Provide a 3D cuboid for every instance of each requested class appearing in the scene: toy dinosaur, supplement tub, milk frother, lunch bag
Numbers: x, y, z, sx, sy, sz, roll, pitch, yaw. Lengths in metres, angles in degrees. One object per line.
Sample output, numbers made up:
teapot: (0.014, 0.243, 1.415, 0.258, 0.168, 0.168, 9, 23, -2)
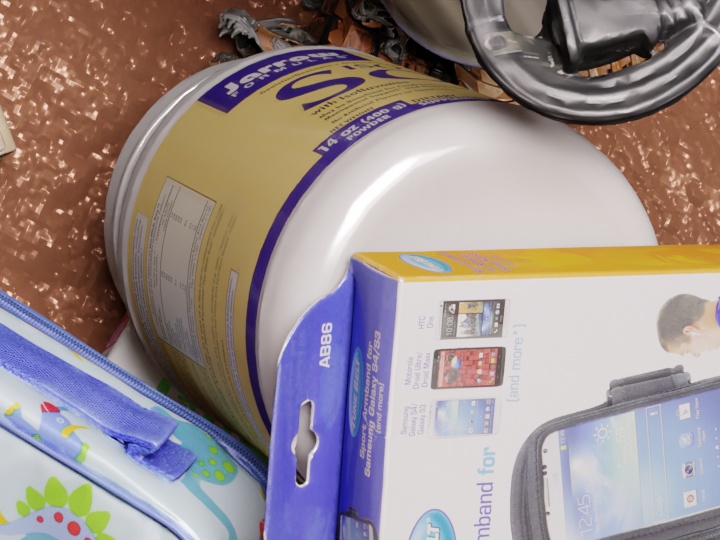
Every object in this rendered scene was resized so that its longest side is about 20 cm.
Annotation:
toy dinosaur: (0.036, -0.101, 1.094, 0.199, 0.102, 0.136, -3, 98, -42)
supplement tub: (0.000, 0.000, 0.926, 0.145, 0.200, 0.146, -6, 105, -24)
milk frother: (0.058, -0.118, 0.901, 0.180, 0.188, 0.201, -3, 73, 18)
lunch bag: (-0.134, 0.089, 0.915, 0.199, 0.161, 0.082, 30, 29, 6)

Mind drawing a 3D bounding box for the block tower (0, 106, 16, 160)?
block tower: (-0.227, -0.038, 0.972, 0.199, 0.054, 0.058, -22, 91, -26)

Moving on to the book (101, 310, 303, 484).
book: (-0.066, 0.104, 1.031, 0.133, 0.048, 0.201, 31, 72, -10)

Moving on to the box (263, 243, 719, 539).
box: (0.068, 0.054, 0.836, 0.199, 0.041, 0.120, -3, 104, -27)
